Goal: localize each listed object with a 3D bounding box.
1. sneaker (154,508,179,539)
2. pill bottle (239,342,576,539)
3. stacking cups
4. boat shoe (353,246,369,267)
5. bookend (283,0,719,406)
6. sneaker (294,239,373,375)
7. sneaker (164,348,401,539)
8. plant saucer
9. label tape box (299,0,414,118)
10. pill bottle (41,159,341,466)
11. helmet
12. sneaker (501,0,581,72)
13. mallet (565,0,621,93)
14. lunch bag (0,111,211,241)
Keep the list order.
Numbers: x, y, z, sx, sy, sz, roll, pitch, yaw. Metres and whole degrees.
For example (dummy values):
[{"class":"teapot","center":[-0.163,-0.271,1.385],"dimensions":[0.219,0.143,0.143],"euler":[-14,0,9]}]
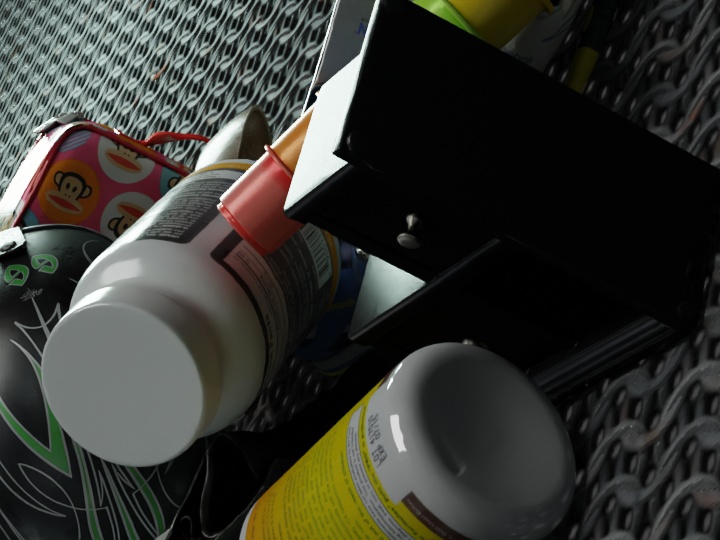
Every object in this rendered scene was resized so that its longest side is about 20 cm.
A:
[{"class":"sneaker","center":[-0.089,0.174,1.409],"dimensions":[0.200,0.074,0.089],"euler":[-40,-7,-31]},{"class":"pill bottle","center":[0.012,0.129,1.243],"dimensions":[0.200,0.109,0.110],"euler":[-46,26,41]},{"class":"stacking cups","center":[0.007,-0.091,1.289],"dimensions":[0.200,0.061,0.061],"euler":[-41,21,1]},{"class":"boat shoe","center":[0.048,-0.069,1.397],"dimensions":[0.075,0.061,0.200],"euler":[-9,34,26]},{"class":"bookend","center":[0.038,-0.018,1.225],"dimensions":[0.199,0.199,0.092],"euler":[-34,35,54]},{"class":"sneaker","center":[0.000,0.000,1.478],"dimensions":[0.200,0.082,0.074],"euler":[-37,32,47]},{"class":"sneaker","center":[-0.040,0.111,1.363],"dimensions":[0.060,0.104,0.200],"euler":[17,70,40]},{"class":"plant saucer","center":[-0.085,-0.007,1.613],"dimensions":[0.200,0.036,0.202],"euler":[2,-90,-84]},{"class":"label tape box","center":[0.015,-0.146,1.392],"dimensions":[0.144,0.063,0.201],"euler":[144,142,-88]},{"class":"pill bottle","center":[-0.092,0.023,1.370],"dimensions":[0.117,0.116,0.200],"euler":[-52,-1,30]},{"class":"helmet","center":[-0.170,0.089,1.501],"dimensions":[0.200,0.199,0.191],"euler":[-54,44,25]},{"class":"sneaker","center":[0.106,-0.175,1.398],"dimensions":[0.087,0.074,0.201],"euler":[-47,21,46]},{"class":"mallet","center":[0.127,-0.115,1.367],"dimensions":[0.201,0.041,0.066],"euler":[-66,16,-16]},{"class":"lunch bag","center":[-0.151,-0.016,1.712],"dimensions":[0.177,0.199,0.082],"euler":[-62,21,-4]}]
